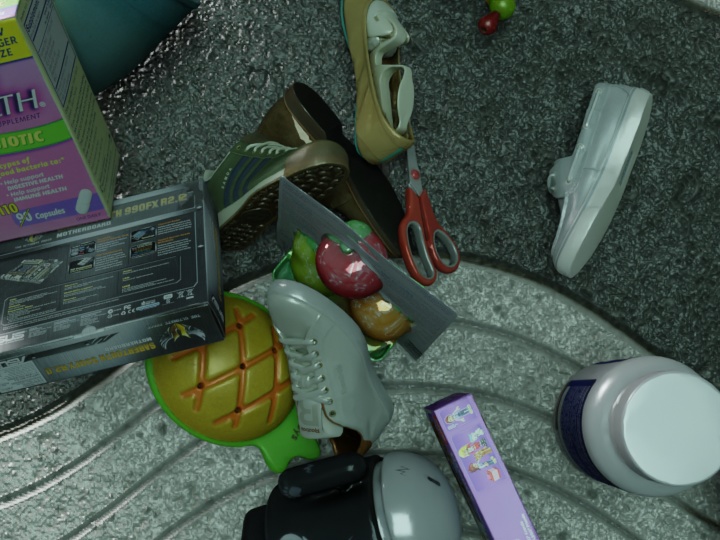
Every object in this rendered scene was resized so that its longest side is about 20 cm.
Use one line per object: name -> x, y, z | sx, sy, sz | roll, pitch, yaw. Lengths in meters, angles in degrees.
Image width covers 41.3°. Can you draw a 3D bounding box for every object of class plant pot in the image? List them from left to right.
plant pot -> -0.287, -0.247, 0.898 | 0.200, 0.200, 0.188 | 42, 100, 5

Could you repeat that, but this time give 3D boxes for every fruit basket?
fruit basket -> 0.000, 0.000, 0.861 | 0.185, 0.200, 0.094 | 38, 69, 5

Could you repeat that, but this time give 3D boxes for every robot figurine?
robot figurine -> -0.008, 0.234, 0.858 | 0.199, 0.150, 0.125 | -18, 74, 14

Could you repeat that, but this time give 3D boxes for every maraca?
maraca -> -0.108, 0.103, 0.897 | 0.200, 0.107, 0.138 | 36, 73, -16

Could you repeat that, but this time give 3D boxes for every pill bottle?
pill bottle -> 0.247, 0.136, 0.841 | 0.119, 0.200, 0.120 | 0, 83, 1

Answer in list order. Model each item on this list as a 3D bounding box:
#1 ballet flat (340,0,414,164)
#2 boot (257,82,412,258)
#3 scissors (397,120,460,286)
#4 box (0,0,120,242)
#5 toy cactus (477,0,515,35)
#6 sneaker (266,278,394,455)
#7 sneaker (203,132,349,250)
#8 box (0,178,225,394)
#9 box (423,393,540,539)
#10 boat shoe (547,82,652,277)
ballet flat -> 0.025, -0.205, 0.946 | 0.063, 0.068, 0.201 | -13, 78, 41
boot -> -0.025, -0.085, 0.949 | 0.075, 0.074, 0.200 | -38, 88, 25
scissors -> 0.050, -0.083, 0.944 | 0.073, 0.014, 0.201 | -10, 81, -40
box -> -0.322, -0.128, 0.800 | 0.175, 0.201, 0.097 | -11, 42, 3
toy cactus -> 0.108, -0.344, 0.970 | 0.165, 0.102, 0.200 | -39, 81, -23
sneaker -> -0.033, 0.098, 0.854 | 0.085, 0.073, 0.200 | -57, 130, -35
sneaker -> -0.091, -0.095, 0.894 | 0.067, 0.200, 0.090 | 9, 63, -40
box -> -0.219, 0.010, 0.813 | 0.199, 0.048, 0.159 | -14, 45, 1
box -> 0.120, 0.209, 0.864 | 0.039, 0.137, 0.201 | -25, 84, -3
boat shoe -> 0.222, -0.093, 0.941 | 0.068, 0.072, 0.201 | 21, 90, 24
